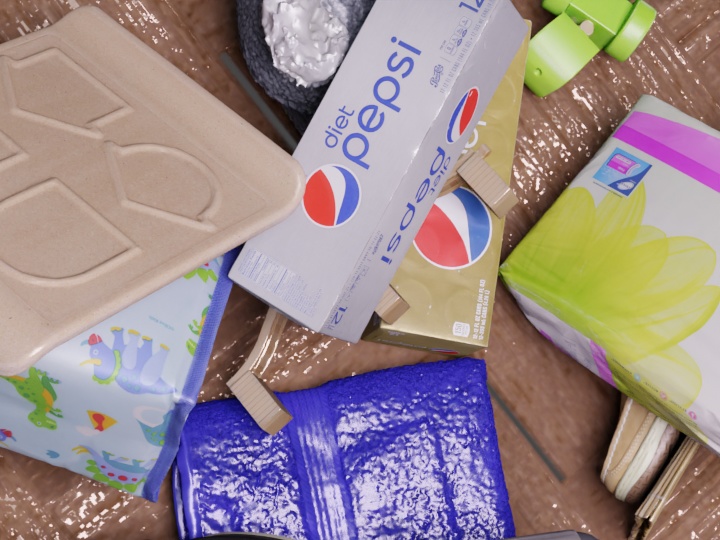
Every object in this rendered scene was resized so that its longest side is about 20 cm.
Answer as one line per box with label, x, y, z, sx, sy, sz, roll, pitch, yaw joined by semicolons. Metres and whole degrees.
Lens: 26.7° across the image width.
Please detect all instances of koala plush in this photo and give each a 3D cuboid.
koala plush;-0.026;-0.180;0.872;0.181;0.177;0.203;-1;82;0

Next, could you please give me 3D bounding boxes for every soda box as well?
soda box;0.051;-0.054;0.913;0.067;0.064;0.202;10;79;-8
soda box;0.011;-0.064;0.808;0.063;0.068;0.201;29;92;20

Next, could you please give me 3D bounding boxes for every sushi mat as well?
sushi mat;0.218;0.074;0.913;0.012;0.096;0.201;31;76;15

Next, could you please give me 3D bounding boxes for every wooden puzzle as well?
wooden puzzle;-0.156;-0.042;0.761;0.185;0.047;0.199;37;48;22

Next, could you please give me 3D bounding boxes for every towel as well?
towel;-0.007;0.136;0.878;0.198;0.050;0.150;-10;84;-13

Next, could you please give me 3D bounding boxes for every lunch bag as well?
lunch bag;-0.156;0.001;0.833;0.168;0.128;0.201;19;49;-8

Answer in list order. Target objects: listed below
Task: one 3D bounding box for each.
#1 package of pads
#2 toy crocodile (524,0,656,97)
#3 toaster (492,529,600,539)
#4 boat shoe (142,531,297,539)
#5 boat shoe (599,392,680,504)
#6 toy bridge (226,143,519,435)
package of pads;0.194;0.007;0.866;0.199;0.068;0.155;34;79;37
toy crocodile;0.164;-0.194;0.966;0.067;0.062;0.201;32;72;-5
toaster;0.063;0.227;0.825;0.127;0.201;0.114;-1;48;-8
boat shoe;-0.112;0.181;0.810;0.199;0.063;0.075;-5;82;7
boat shoe;0.182;0.043;0.931;0.076;0.072;0.201;25;70;10
toy bridge;0.000;0.000;0.856;0.200;0.027;0.067;-44;68;3
